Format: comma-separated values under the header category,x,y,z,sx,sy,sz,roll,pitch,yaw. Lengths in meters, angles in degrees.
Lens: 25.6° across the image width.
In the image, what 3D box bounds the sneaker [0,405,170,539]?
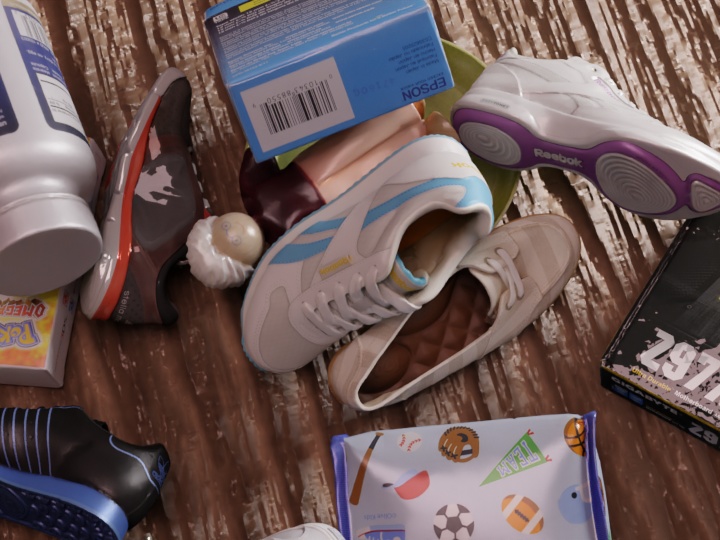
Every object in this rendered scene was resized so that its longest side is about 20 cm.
category,x,y,z,sx,sy,sz,roll,pitch,yaw
sneaker,-0.222,0.123,1.069,0.200,0.070,0.078,20,48,21

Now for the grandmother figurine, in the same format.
category,x,y,z,sx,sy,sz,roll,pitch,yaw
grandmother figurine,-0.036,-0.057,1.087,0.200,0.061,0.121,-37,59,-11

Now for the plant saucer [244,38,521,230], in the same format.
category,x,y,z,sx,sy,sz,roll,pitch,yaw
plant saucer,0.017,-0.079,1.136,0.200,0.031,0.200,-3,68,6

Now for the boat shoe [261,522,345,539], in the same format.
category,x,y,z,sx,sy,sz,roll,pitch,yaw
boat shoe,-0.095,0.212,0.933,0.200,0.069,0.072,-28,71,23

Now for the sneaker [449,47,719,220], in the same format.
category,x,y,z,sx,sy,sz,roll,pitch,yaw
sneaker,0.165,-0.101,1.068,0.200,0.075,0.100,22,56,18

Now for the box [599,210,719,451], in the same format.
category,x,y,z,sx,sy,sz,roll,pitch,yaw
box,0.281,0.051,1.039,0.200,0.049,0.160,30,76,18

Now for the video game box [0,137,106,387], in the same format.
category,x,y,z,sx,sy,sz,roll,pitch,yaw
video game box,-0.299,-0.013,1.141,0.200,0.047,0.182,3,70,8

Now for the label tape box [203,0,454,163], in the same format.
category,x,y,z,sx,sy,sz,roll,pitch,yaw
label tape box,-0.029,-0.159,1.111,0.143,0.066,0.200,-22,25,-1

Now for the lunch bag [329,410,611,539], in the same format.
category,x,y,z,sx,sy,sz,roll,pitch,yaw
lunch bag,0.073,0.194,0.969,0.170,0.124,0.200,-5,80,6

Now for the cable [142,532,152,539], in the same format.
category,x,y,z,sx,sy,sz,roll,pitch,yaw
cable,-0.131,0.265,1.013,0.097,0.050,0.200,-20,77,1

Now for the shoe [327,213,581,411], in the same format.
category,x,y,z,sx,sy,sz,roll,pitch,yaw
shoe,0.068,0.032,1.059,0.200,0.053,0.070,-36,96,-4

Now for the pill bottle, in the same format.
category,x,y,z,sx,sy,sz,roll,pitch,yaw
pill bottle,-0.246,-0.086,1.081,0.111,0.111,0.200,-23,64,-3

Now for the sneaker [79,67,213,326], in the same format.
category,x,y,z,sx,sy,sz,roll,pitch,yaw
sneaker,-0.141,-0.048,1.134,0.082,0.077,0.200,18,69,-15

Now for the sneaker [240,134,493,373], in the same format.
category,x,y,z,sx,sy,sz,roll,pitch,yaw
sneaker,0.000,0.000,1.029,0.200,0.076,0.081,-43,36,14
